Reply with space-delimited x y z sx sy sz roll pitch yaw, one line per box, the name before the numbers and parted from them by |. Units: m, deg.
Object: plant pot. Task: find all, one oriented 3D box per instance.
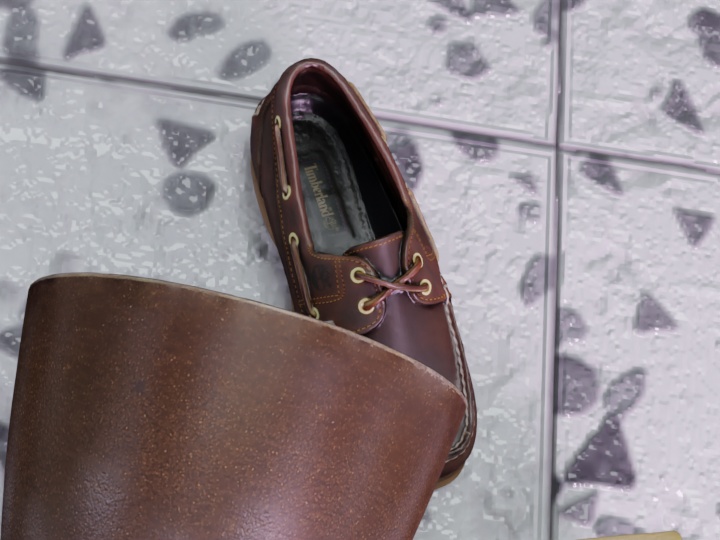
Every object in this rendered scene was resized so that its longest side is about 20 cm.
plant pot | -0.070 0.126 1.070 0.186 0.187 0.201 15 76 -5

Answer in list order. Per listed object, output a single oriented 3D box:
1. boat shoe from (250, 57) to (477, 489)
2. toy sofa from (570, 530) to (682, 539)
boat shoe | 0.000 0.000 1.195 0.070 0.070 0.201 -18 70 -21
toy sofa | 0.111 0.217 1.115 0.083 0.098 0.201 -1 61 -41
